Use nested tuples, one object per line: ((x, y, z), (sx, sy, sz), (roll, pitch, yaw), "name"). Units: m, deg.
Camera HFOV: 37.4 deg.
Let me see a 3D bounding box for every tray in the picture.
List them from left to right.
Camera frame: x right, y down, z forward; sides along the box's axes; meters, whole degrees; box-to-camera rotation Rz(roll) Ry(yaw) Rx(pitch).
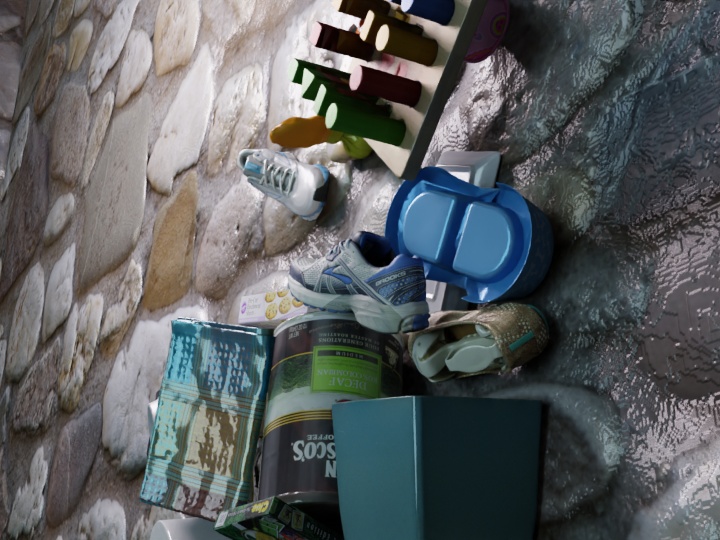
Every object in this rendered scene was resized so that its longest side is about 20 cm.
((0.087, -0.028, 1.107), (0.107, 0.022, 0.203), (11, 88, 59), "tray")

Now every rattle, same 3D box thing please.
((-0.043, -0.240, 1.303), (0.130, 0.141, 0.203), (159, 114, -76), "rattle")

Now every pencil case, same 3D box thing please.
((0.086, -0.298, 1.150), (0.088, 0.086, 0.201), (-63, 31, 22), "pencil case")

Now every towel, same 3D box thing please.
((-0.160, 0.152, 1.103), (0.145, 0.022, 0.203), (4, 80, 36), "towel")

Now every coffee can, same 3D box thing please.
((-0.028, 0.164, 1.083), (0.146, 0.145, 0.202), (-38, 40, 47), "coffee can")

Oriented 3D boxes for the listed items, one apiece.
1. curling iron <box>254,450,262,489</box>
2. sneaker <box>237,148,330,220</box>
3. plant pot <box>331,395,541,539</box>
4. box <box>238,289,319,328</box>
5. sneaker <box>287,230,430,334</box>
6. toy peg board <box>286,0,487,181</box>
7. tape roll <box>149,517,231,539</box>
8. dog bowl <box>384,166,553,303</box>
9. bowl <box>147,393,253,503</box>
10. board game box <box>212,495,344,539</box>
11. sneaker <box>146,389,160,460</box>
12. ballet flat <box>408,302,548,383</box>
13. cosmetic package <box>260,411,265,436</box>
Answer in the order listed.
((-0.042, 0.265, 1.125), (0.050, 0.026, 0.200), (-44, 69, -12), "curling iron")
((-0.110, -0.121, 1.415), (0.199, 0.086, 0.076), (28, 101, 58), "sneaker")
((0.066, 0.217, 0.939), (0.141, 0.140, 0.203), (-15, 72, 57), "plant pot")
((-0.098, 0.050, 1.373), (0.199, 0.038, 0.042), (-8, 70, 58), "box")
((0.000, 0.000, 1.061), (0.199, 0.076, 0.087), (16, 106, 47), "sneaker")
((0.013, -0.229, 1.077), (0.200, 0.097, 0.201), (55, 129, 53), "toy peg board")
((-0.159, 0.382, 1.209), (0.202, 0.137, 0.206), (180, 90, -68), "tape roll")
((0.104, -0.032, 1.024), (0.199, 0.049, 0.113), (21, 96, 51), "dog bowl")
((-0.188, 0.186, 1.205), (0.200, 0.093, 0.204), (172, 90, -73), "bowl")
((-0.035, 0.278, 1.020), (0.104, 0.199, 0.024), (-26, 35, 50), "board game box")
((-0.275, 0.225, 1.590), (0.199, 0.059, 0.106), (-33, 50, 57), "sneaker")
((0.091, 0.073, 1.004), (0.199, 0.065, 0.071), (-25, 96, 55), "ballet flat")
((-0.121, 0.151, 1.290), (0.200, 0.070, 0.107), (156, 124, -73), "cosmetic package")
